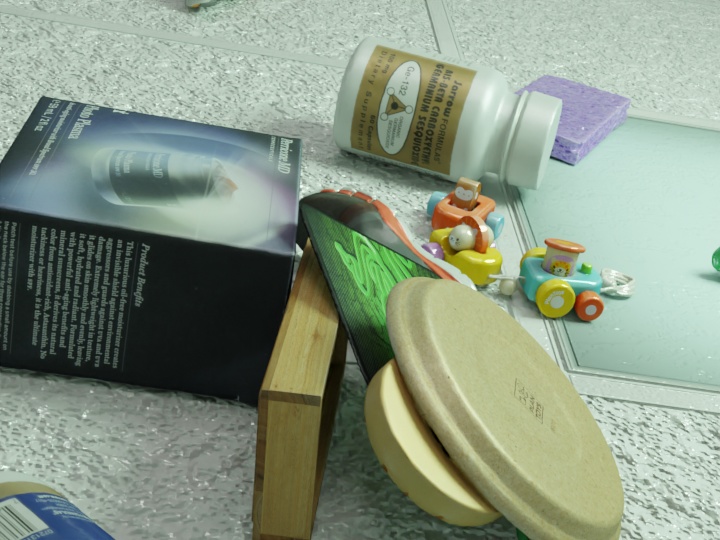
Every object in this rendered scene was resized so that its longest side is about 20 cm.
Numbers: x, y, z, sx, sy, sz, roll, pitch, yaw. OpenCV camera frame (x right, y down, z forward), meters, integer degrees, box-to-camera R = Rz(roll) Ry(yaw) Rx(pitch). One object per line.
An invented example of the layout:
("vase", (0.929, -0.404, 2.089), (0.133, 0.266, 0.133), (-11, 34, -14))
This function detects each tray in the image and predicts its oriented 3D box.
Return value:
("tray", (-0.032, 0.064, 0.769), (0.037, 0.099, 0.200), (6, 26, 2))

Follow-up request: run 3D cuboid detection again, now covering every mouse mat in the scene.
("mouse mat", (0.040, 0.052, 0.786), (0.161, 0.008, 0.200), (27, 29, -43))

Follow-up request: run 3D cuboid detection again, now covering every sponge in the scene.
("sponge", (0.222, -0.173, 1.421), (0.111, 0.030, 0.200), (21, 28, 19))

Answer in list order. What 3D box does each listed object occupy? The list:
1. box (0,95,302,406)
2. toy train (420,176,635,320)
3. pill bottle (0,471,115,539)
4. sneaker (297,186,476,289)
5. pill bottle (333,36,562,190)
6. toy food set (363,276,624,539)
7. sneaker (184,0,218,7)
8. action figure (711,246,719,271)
("box", (-0.145, -0.021, 0.872), (0.198, 0.123, 0.200), (9, 27, -6))
("toy train", (0.132, -0.028, 1.069), (0.200, 0.056, 0.150), (23, 29, 24))
("pill bottle", (-0.106, 0.175, 0.507), (0.200, 0.111, 0.111), (30, 32, 33))
("sneaker", (0.000, 0.000, 0.944), (0.082, 0.077, 0.200), (-20, 39, -36))
("pill bottle", (0.084, -0.145, 1.216), (0.200, 0.115, 0.114), (17, 27, 11))
("toy food set", (0.080, 0.089, 0.725), (0.198, 0.049, 0.200), (39, 23, -23))
("sneaker", (-0.178, -0.380, 1.629), (0.077, 0.078, 0.200), (17, 26, -9))
("action figure", (0.410, -0.004, 1.139), (0.199, 0.055, 0.118), (3, 30, -8))
